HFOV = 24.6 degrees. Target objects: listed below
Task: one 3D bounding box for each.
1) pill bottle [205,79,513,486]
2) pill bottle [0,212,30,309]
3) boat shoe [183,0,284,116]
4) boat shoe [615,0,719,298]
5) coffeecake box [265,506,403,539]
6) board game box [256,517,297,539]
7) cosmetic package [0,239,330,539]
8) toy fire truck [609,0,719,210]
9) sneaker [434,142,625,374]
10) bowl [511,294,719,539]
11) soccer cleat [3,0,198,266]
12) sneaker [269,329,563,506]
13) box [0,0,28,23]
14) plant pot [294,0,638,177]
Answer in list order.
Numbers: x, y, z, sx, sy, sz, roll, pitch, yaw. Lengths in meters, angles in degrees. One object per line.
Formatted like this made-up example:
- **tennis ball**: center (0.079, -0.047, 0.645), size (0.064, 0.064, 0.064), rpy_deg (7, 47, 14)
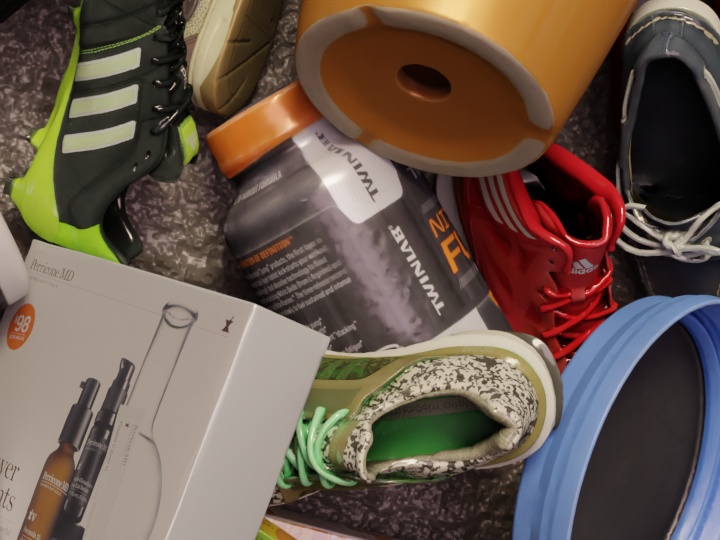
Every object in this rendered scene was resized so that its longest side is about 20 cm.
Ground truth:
- **pill bottle**: center (0.000, 0.000, 0.837), size (0.106, 0.106, 0.200), rpy_deg (-32, 96, -12)
- **pill bottle**: center (-0.267, 0.004, 0.772), size (0.199, 0.114, 0.115), rpy_deg (-27, 95, -12)
- **boat shoe**: center (-0.064, -0.180, 0.844), size (0.066, 0.072, 0.202), rpy_deg (15, 82, 13)
- **boat shoe**: center (0.167, -0.041, 0.855), size (0.075, 0.062, 0.201), rpy_deg (5, 126, 15)
- **coffeecake box**: center (-0.027, 0.206, 0.842), size (0.199, 0.073, 0.154), rpy_deg (17, 85, -12)
- **board game box**: center (0.001, 0.207, 0.786), size (0.200, 0.030, 0.096), rpy_deg (36, 97, -8)
- **cosmetic package**: center (-0.115, 0.075, 0.763), size (0.052, 0.200, 0.151), rpy_deg (28, 80, -39)
- **toy fire truck**: center (0.225, -0.095, 0.899), size (0.199, 0.112, 0.169), rpy_deg (20, 103, -11)
- **sneaker**: center (0.105, 0.021, 0.855), size (0.078, 0.116, 0.201), rpy_deg (-30, 95, -12)
- **bowl**: center (0.146, 0.108, 0.847), size (0.200, 0.039, 0.201), rpy_deg (-22, 120, -45)
- **soccer cleat**: center (-0.107, -0.093, 0.798), size (0.081, 0.068, 0.200), rpy_deg (28, 119, 5)
- **sneaker**: center (-0.009, 0.072, 0.750), size (0.199, 0.089, 0.077), rpy_deg (-14, 94, 11)
- **box**: center (-0.120, -0.184, 0.767), size (0.200, 0.143, 0.036), rpy_deg (-36, 98, 9)
- **plant pot**: center (0.056, -0.154, 0.779), size (0.200, 0.200, 0.184), rpy_deg (25, 62, -11)
